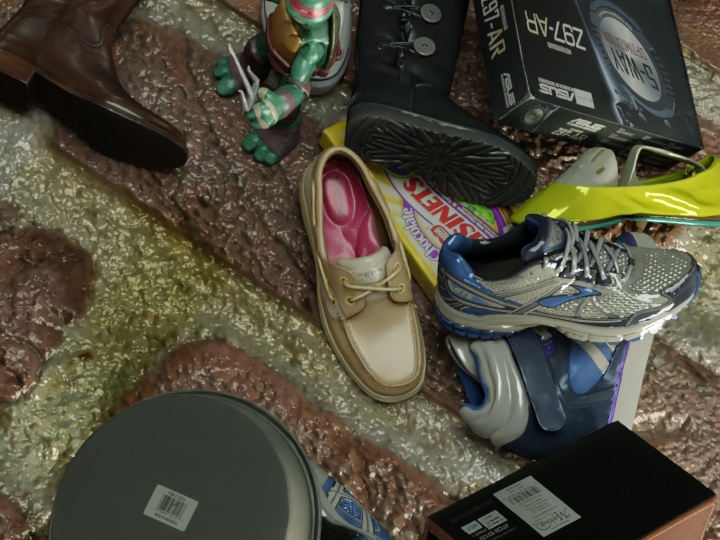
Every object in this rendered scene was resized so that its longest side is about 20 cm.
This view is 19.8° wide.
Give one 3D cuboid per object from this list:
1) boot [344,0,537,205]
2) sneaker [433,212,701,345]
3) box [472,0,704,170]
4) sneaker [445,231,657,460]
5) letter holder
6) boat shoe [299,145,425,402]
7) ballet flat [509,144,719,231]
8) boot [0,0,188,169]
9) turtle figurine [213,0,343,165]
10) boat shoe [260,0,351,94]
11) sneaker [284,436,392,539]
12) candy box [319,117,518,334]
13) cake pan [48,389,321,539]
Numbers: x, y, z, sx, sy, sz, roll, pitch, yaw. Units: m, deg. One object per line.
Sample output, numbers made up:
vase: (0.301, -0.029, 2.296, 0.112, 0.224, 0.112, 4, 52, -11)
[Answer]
boot: (0.069, -0.161, 1.640, 0.164, 0.066, 0.201, 21, 47, -18)
sneaker: (0.148, 0.002, 1.507, 0.199, 0.085, 0.077, -5, 41, 8)
box: (0.179, -0.177, 1.652, 0.199, 0.043, 0.161, 13, 59, -38)
sneaker: (0.141, 0.045, 1.566, 0.146, 0.081, 0.201, 16, 68, -9)
letter holder: (0.137, 0.218, 1.457, 0.199, 0.143, 0.100, -21, 45, -39)
boat shoe: (0.000, 0.000, 1.555, 0.073, 0.069, 0.201, -18, 77, -10)
ballet flat: (0.205, -0.065, 1.627, 0.199, 0.067, 0.067, -3, 97, -25)
boot: (-0.184, -0.194, 1.626, 0.186, 0.064, 0.201, 26, 58, -1)
turtle figurine: (-0.062, -0.171, 1.558, 0.100, 0.200, 0.150, -2, 65, -13)
boat shoe: (-0.044, -0.243, 1.670, 0.073, 0.067, 0.201, -2, 66, -12)
sneaker: (-0.032, 0.187, 1.475, 0.076, 0.077, 0.200, -45, 61, 7)
candy box: (0.063, -0.050, 1.626, 0.102, 0.026, 0.200, -30, 74, -21)
cake pan: (-0.127, 0.173, 1.435, 0.199, 0.037, 0.201, -4, 67, 10)
